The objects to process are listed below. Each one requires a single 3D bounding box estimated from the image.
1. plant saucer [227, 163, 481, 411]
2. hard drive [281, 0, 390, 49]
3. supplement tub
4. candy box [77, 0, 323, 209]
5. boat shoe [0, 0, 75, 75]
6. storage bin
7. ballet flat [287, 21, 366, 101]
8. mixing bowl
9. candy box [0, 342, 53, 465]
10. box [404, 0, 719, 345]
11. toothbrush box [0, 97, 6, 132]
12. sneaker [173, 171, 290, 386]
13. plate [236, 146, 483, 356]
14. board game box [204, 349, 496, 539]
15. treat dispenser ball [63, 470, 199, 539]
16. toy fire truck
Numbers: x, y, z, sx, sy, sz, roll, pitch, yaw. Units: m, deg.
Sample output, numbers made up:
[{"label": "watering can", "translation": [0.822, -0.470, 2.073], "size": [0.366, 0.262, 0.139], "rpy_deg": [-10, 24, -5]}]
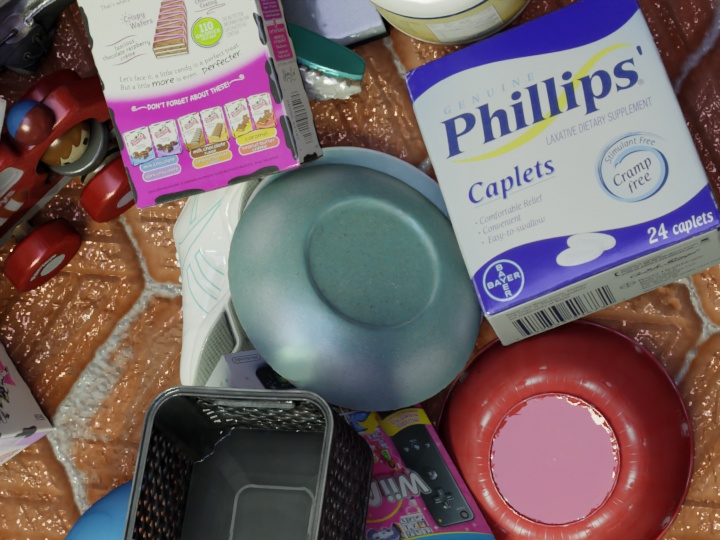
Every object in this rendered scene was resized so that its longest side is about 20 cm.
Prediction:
[{"label": "plant saucer", "translation": [0.003, 0.003, 1.394], "size": [0.200, 0.039, 0.202], "rpy_deg": [9, 62, -17]}, {"label": "hard drive", "translation": [-0.090, -0.220, 1.491], "size": [0.199, 0.033, 0.141], "rpy_deg": [-18, 85, 9]}, {"label": "supplement tub", "translation": [0.060, -0.243, 1.380], "size": [0.143, 0.200, 0.146], "rpy_deg": [0, 89, 10]}, {"label": "candy box", "translation": [-0.121, -0.159, 1.385], "size": [0.135, 0.061, 0.201], "rpy_deg": [-13, 97, 19]}, {"label": "boat shoe", "translation": [-0.276, -0.183, 1.507], "size": [0.200, 0.072, 0.066], "rpy_deg": [-30, 89, 13]}, {"label": "storage bin", "translation": [-0.077, 0.186, 1.249], "size": [0.134, 0.094, 0.201], "rpy_deg": [1, 68, 19]}, {"label": "ballet flat", "translation": [-0.088, -0.167, 1.448], "size": [0.199, 0.072, 0.072], "rpy_deg": [27, 93, 11]}, {"label": "mixing bowl", "translation": [0.147, 0.137, 1.404], "size": [0.199, 0.108, 0.202], "rpy_deg": [0, 89, 9]}, {"label": "candy box", "translation": [-0.338, 0.060, 1.457], "size": [0.071, 0.168, 0.201], "rpy_deg": [-33, 83, 7]}, {"label": "box", "translation": [0.150, -0.076, 1.391], "size": [0.183, 0.105, 0.201], "rpy_deg": [-21, 72, 8]}, {"label": "toothbrush box", "translation": [-0.345, -0.040, 1.334], "size": [0.145, 0.085, 0.202], "rpy_deg": [11, 88, 11]}, {"label": "sneaker", "translation": [-0.109, 0.001, 1.478], "size": [0.080, 0.070, 0.202], "rpy_deg": [20, 101, 39]}, {"label": "plate", "translation": [0.000, 0.000, 1.431], "size": [0.199, 0.026, 0.201], "rpy_deg": [8, 62, -16]}, {"label": "board game box", "translation": [-0.010, 0.147, 1.377], "size": [0.201, 0.147, 0.064], "rpy_deg": [61, 140, 27]}, {"label": "treat dispenser ball", "translation": [-0.132, 0.249, 1.400], "size": [0.199, 0.201, 0.203], "rpy_deg": [0, 88, 10]}, {"label": "toy fire truck", "translation": [-0.254, -0.074, 1.446], "size": [0.200, 0.168, 0.112], "rpy_deg": [-42, 83, 6]}]
